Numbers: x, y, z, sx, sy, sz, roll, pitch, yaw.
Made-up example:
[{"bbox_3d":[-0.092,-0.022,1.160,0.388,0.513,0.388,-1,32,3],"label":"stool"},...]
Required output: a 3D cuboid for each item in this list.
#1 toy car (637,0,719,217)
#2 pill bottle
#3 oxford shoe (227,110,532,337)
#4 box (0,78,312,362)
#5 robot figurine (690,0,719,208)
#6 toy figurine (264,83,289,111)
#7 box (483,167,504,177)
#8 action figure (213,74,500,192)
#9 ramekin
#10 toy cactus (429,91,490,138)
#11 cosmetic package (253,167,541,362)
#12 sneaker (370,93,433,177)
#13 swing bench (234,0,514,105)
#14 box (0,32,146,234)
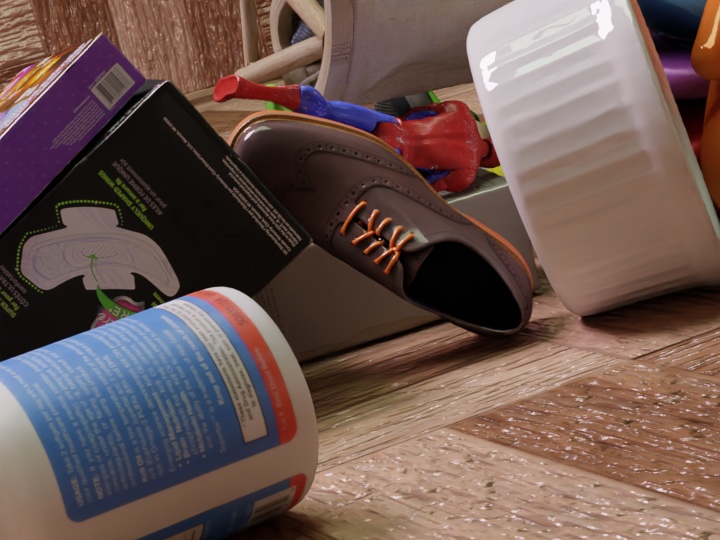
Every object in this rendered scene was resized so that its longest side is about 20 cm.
[{"bbox_3d":[0.222,-0.128,1.545,0.150,0.201,0.175,-25,29,-30],"label":"toy car"},{"bbox_3d":[-0.128,0.087,1.078,0.199,0.113,0.112,-19,11,-30],"label":"pill bottle"},{"bbox_3d":[0.015,-0.027,1.361,0.199,0.071,0.073,29,10,-8],"label":"oxford shoe"},{"bbox_3d":[-0.152,0.004,1.342,0.200,0.124,0.148,-44,14,-9],"label":"box"},{"bbox_3d":[0.258,-0.096,1.381,0.116,0.144,0.201,1,50,19],"label":"robot figurine"},{"bbox_3d":[-0.104,-0.021,1.633,0.184,0.151,0.200,-27,4,-7],"label":"toy figurine"},{"bbox_3d":[0.107,-0.050,1.704,0.199,0.049,0.117,-12,10,1],"label":"box"},{"bbox_3d":[-0.006,-0.075,1.467,0.199,0.066,0.099,4,-14,-29],"label":"action figure"},{"bbox_3d":[0.134,-0.072,1.365,0.097,0.201,0.200,-21,9,10],"label":"ramekin"},{"bbox_3d":[0.092,-0.127,2.071,0.199,0.103,0.165,-6,20,1],"label":"toy cactus"},{"bbox_3d":[0.000,0.000,1.499,0.199,0.073,0.104,-16,11,-8],"label":"cosmetic package"},{"bbox_3d":[0.012,-0.080,1.791,0.114,0.076,0.200,-24,-18,-8],"label":"sneaker"},{"bbox_3d":[0.036,-0.178,1.566,0.198,0.130,0.200,-12,18,-21],"label":"swing bench"},{"bbox_3d":[-0.215,-0.040,1.306,0.200,0.039,0.137,-49,16,-21],"label":"box"}]
